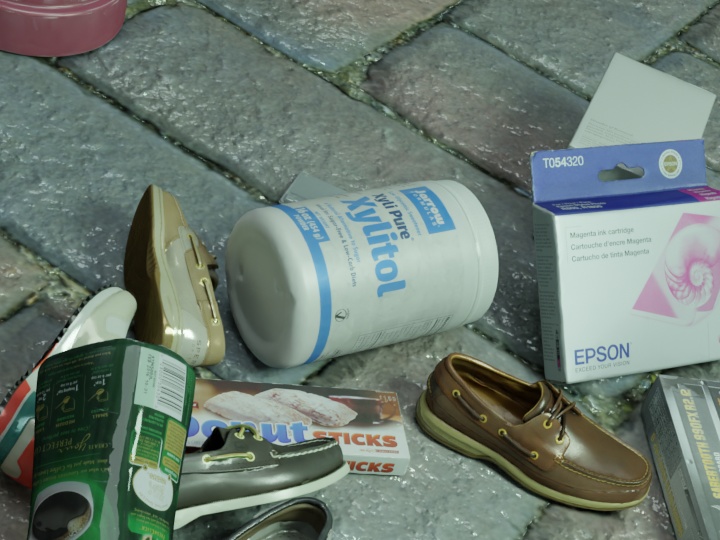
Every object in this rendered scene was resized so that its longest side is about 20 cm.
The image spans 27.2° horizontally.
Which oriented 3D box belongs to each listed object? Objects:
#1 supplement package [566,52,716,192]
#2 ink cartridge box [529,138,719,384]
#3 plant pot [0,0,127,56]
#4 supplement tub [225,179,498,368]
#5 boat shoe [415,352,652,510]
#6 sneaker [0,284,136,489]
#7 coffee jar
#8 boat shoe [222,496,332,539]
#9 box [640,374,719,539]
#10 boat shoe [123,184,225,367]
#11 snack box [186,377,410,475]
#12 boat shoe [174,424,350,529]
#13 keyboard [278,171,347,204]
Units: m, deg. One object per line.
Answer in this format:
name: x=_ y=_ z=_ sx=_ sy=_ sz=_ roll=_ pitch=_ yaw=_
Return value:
supplement package: x=0.263 y=-0.106 z=1.474 sx=0.117 sy=0.118 sz=0.200 roll=23 pitch=40 yaw=8
ink cartridge box: x=0.244 y=-0.011 z=1.312 sx=0.195 sy=0.202 sz=0.043 roll=-7 pitch=5 yaw=-26
plant pot: x=-0.321 y=-0.341 z=1.483 sx=0.198 sy=0.180 sz=0.201 roll=10 pitch=40 yaw=-9
supplement tub: x=0.000 y=0.000 z=1.240 sx=0.199 sy=0.133 sz=0.132 roll=-12 pitch=47 yaw=-31
boat shoe: x=0.142 y=0.128 z=1.192 sx=0.199 sy=0.068 sz=0.072 roll=24 pitch=39 yaw=7
sneaker: x=-0.204 y=0.095 z=1.116 sx=0.093 sy=0.070 sz=0.200 roll=37 pitch=38 yaw=-4
coffee jar: x=-0.164 y=0.152 z=0.954 sx=0.085 sy=0.104 sz=0.202 roll=36 pitch=48 yaw=-49
boat shoe: x=-0.090 y=0.220 z=1.003 sx=0.074 sy=0.061 sz=0.199 roll=40 pitch=44 yaw=23
box: x=0.328 y=0.179 z=1.217 sx=0.157 sy=0.049 sz=0.201 roll=7 pitch=40 yaw=-12
boat shoe: x=-0.150 y=0.009 z=1.230 sx=0.069 sy=0.074 sz=0.201 roll=13 pitch=39 yaw=-24
snack box: x=-0.063 y=0.121 z=1.158 sx=0.198 sy=0.024 sz=0.072 roll=5 pitch=42 yaw=-15
boat shoe: x=-0.100 y=0.143 z=1.070 sx=0.200 sy=0.072 sz=0.061 roll=-11 pitch=88 yaw=-29
keyboard: x=0.023 y=-0.039 z=1.393 sx=0.199 sy=0.011 sz=0.056 roll=24 pitch=34 yaw=7
